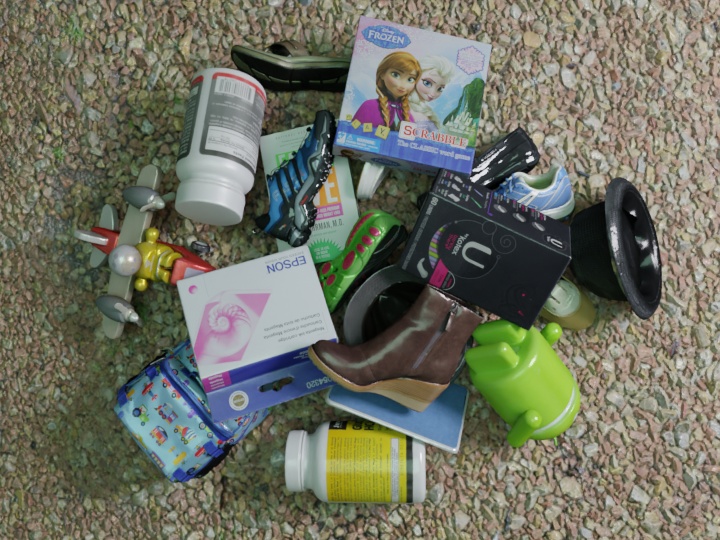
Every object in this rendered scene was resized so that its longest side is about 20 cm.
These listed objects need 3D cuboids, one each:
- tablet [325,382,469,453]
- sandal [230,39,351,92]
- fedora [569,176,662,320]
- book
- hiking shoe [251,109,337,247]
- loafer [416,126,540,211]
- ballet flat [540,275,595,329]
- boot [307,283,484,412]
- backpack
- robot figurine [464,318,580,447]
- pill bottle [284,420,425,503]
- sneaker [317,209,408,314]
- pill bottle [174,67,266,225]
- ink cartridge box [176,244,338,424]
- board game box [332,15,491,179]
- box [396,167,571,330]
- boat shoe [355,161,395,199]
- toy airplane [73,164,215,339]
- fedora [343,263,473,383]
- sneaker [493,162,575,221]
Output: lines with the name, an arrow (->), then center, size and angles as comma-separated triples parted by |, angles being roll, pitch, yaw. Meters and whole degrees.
tablet -> 0.057, 0.182, 1.022 | 0.197, 0.131, 0.014 | 20, 126, 4
sandal -> -0.096, -0.312, 1.068 | 0.197, 0.080, 0.058 | 5, 72, -3
fedora -> 0.356, -0.026, 1.005 | 0.091, 0.199, 0.204 | -10, 87, 39
book -> -0.072, -0.113, 1.073 | 0.131, 0.048, 0.204 | -11, 91, 4
hiking shoe -> -0.093, -0.137, 1.015 | 0.085, 0.074, 0.203 | 19, 95, 5
loafer -> 0.167, -0.144, 1.046 | 0.198, 0.068, 0.071 | -28, 79, -2
ballet flat -> 0.262, 0.020, 1.035 | 0.199, 0.063, 0.069 | 36, 91, 4
boot -> 0.046, 0.086, 0.938 | 0.198, 0.073, 0.168 | 24, 106, -16
backpack -> -0.225, 0.180, 1.028 | 0.199, 0.135, 0.184 | -38, 86, 1
robot figurine -> 0.229, 0.155, 0.989 | 0.115, 0.177, 0.200 | -20, 123, 39
pill bottle -> -0.006, 0.275, 1.020 | 0.196, 0.112, 0.115 | 0, 88, 3
sneaker -> 0.000, 0.000, 1.020 | 0.200, 0.083, 0.078 | -48, 43, 36
pill bottle -> -0.203, -0.175, 1.022 | 0.112, 0.114, 0.204 | 5, 74, 4
ink cartridge box -> -0.137, 0.083, 0.982 | 0.193, 0.043, 0.203 | -16, 71, -13
board game box -> 0.074, -0.244, 1.007 | 0.196, 0.041, 0.203 | 11, 78, -2
box -> 0.166, -0.031, 0.947 | 0.197, 0.106, 0.124 | 24, 120, 3
boat shoe -> 0.060, -0.187, 1.049 | 0.069, 0.071, 0.202 | 28, 87, 1
toy airplane -> -0.332, -0.026, 1.034 | 0.197, 0.141, 0.202 | -27, 92, 10
fedora -> 0.068, 0.079, 1.028 | 0.199, 0.090, 0.178 | 36, 94, -11
sneaker -> 0.209, -0.100, 1.023 | 0.197, 0.076, 0.078 | -17, 126, -1
